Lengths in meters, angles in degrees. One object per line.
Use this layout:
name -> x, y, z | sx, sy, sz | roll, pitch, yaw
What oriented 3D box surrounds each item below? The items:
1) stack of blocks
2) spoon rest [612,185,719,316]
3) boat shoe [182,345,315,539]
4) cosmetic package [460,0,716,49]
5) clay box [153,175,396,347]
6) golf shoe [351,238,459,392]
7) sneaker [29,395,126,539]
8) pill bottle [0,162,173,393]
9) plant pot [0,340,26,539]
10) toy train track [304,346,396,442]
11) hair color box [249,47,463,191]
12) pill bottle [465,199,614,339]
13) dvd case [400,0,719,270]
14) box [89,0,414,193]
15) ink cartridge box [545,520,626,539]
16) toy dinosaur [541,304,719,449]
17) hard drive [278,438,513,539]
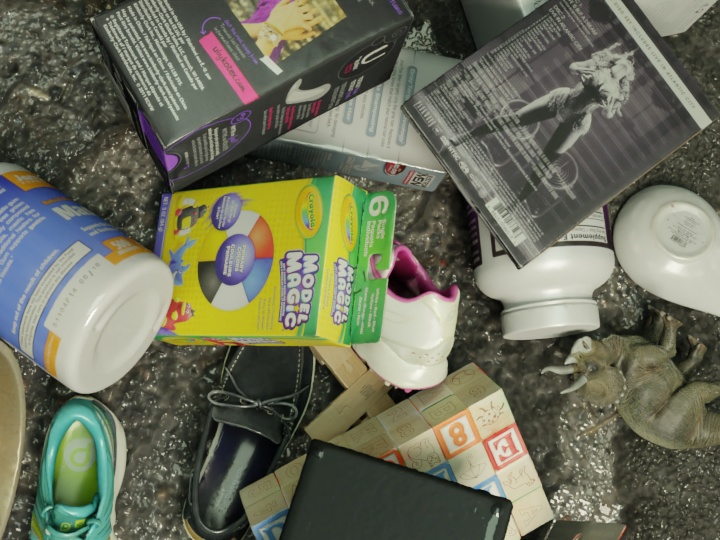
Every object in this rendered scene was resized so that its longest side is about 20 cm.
stack of blocks -> 0.027, 0.170, 0.758 | 0.198, 0.059, 0.116 | -27, 109, -8
spoon rest -> 0.304, 0.005, 0.884 | 0.199, 0.061, 0.100 | 37, 74, 14
boat shoe -> -0.082, 0.112, 0.796 | 0.074, 0.062, 0.202 | 20, 75, -2
cosmetic package -> 0.180, -0.294, 0.885 | 0.198, 0.123, 0.201 | -16, 81, -10
clay box -> -0.070, -0.004, 0.767 | 0.198, 0.047, 0.116 | -3, 75, 36
golf shoe -> 0.000, 0.000, 0.789 | 0.200, 0.092, 0.075 | 39, 38, 26
sneaker -> -0.210, 0.191, 0.751 | 0.077, 0.080, 0.203 | 0, 79, -8
pill bottle -> -0.244, -0.008, 0.759 | 0.199, 0.112, 0.113 | 32, 76, 15
plant pot -> -0.352, 0.129, 0.699 | 0.181, 0.201, 0.203 | 9, 77, 4
toy train track -> 0.027, 0.129, 0.823 | 0.114, 0.033, 0.201 | -40, 94, -20
hair color box -> -0.023, -0.137, 0.855 | 0.198, 0.061, 0.100 | 11, 77, -5
pill bottle -> 0.140, -0.050, 0.835 | 0.111, 0.112, 0.203 | -3, 80, -9
dvd case -> 0.150, -0.119, 0.781 | 0.199, 0.016, 0.149 | -36, 86, -11
box -> -0.077, -0.159, 0.757 | 0.199, 0.122, 0.107 | -29, 84, -12
ink cartridge box -> 0.136, 0.279, 0.742 | 0.047, 0.160, 0.201 | 29, 76, 0
toy dinosaur -> 0.243, 0.096, 0.851 | 0.199, 0.077, 0.103 | 37, 94, -14
hard drive -> 0.004, 0.222, 0.658 | 0.138, 0.033, 0.202 | 15, 75, 15
